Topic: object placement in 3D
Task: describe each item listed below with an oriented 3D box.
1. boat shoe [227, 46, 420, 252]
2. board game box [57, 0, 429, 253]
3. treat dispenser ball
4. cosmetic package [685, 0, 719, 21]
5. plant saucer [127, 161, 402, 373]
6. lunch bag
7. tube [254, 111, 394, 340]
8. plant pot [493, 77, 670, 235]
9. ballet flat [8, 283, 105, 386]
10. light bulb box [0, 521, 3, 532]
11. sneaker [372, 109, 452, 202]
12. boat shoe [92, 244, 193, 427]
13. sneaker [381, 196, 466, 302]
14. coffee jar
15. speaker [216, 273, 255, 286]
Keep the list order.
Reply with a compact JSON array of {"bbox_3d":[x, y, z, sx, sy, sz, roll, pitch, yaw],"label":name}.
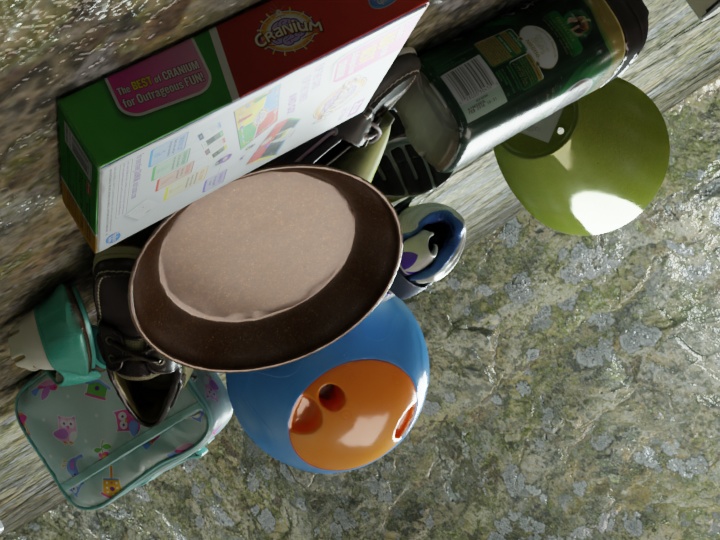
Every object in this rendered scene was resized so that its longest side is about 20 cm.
[{"bbox_3d":[-0.032,-0.085,0.821,0.200,0.057,0.067,-33,174,7],"label":"boat shoe"},{"bbox_3d":[-0.071,-0.092,0.638,0.200,0.040,0.153,-30,174,-20],"label":"board game box"},{"bbox_3d":[-0.032,0.098,1.114,0.201,0.201,0.201,-32,174,-3],"label":"treat dispenser ball"},{"bbox_3d":[0.391,-0.318,1.057,0.200,0.071,0.105,-30,173,-25],"label":"cosmetic package"},{"bbox_3d":[-0.069,-0.007,0.806,0.200,0.037,0.201,-14,138,-14],"label":"plant saucer"},{"bbox_3d":[-0.235,0.140,1.138,0.200,0.161,0.077,-33,175,16],"label":"lunch bag"},{"bbox_3d":[-0.027,-0.038,0.883,0.052,0.058,0.200,13,110,-54],"label":"tube"},{"bbox_3d":[0.215,-0.145,1.206,0.187,0.187,0.200,-34,159,19],"label":"plant pot"},{"bbox_3d":[-0.245,0.061,0.913,0.070,0.067,0.200,-16,169,-11],"label":"ballet flat"},{"bbox_3d":[-0.473,0.255,1.013,0.198,0.125,0.200,-34,175,22],"label":"light bulb box"},{"bbox_3d":[-0.007,-0.080,0.988,0.200,0.078,0.090,-24,180,-22],"label":"sneaker"},{"bbox_3d":[-0.164,0.056,0.867,0.073,0.065,0.200,2,146,5],"label":"boat shoe"},{"bbox_3d":[0.000,0.000,0.967,0.200,0.081,0.146,-28,180,-29],"label":"sneaker"},{"bbox_3d":[0.130,-0.162,0.900,0.200,0.085,0.104,-30,171,-17],"label":"coffee jar"},{"bbox_3d":[-0.144,0.011,0.929,0.081,0.081,0.200,-28,173,-38],"label":"speaker"}]
